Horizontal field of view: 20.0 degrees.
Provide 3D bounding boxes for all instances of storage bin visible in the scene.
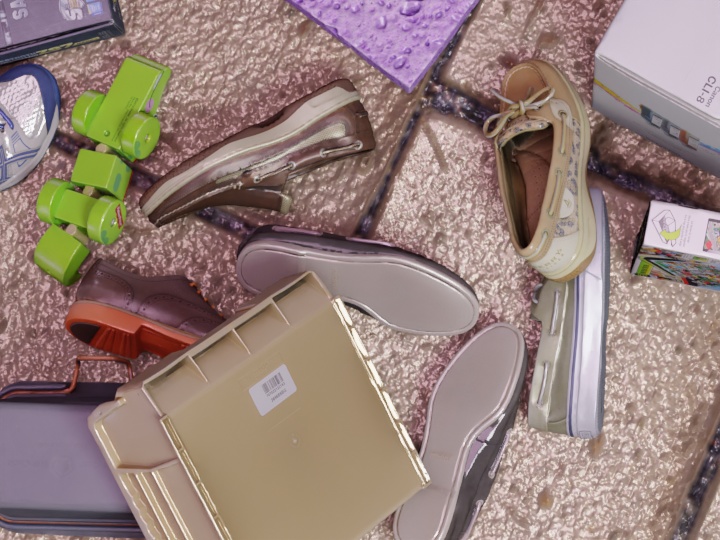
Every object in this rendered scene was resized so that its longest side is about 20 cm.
[{"bbox_3d":[-0.215,0.139,1.615,0.199,0.134,0.147,1,84,5],"label":"storage bin"},{"bbox_3d":[-0.076,0.133,1.540,0.200,0.094,0.199,-34,102,-38],"label":"storage bin"}]

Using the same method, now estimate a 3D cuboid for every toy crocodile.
[{"bbox_3d":[-0.211,-0.083,1.679,0.067,0.062,0.201,18,80,20],"label":"toy crocodile"}]

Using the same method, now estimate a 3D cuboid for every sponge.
[{"bbox_3d":[-0.005,-0.250,1.690,0.200,0.030,0.112,37,88,8],"label":"sponge"}]

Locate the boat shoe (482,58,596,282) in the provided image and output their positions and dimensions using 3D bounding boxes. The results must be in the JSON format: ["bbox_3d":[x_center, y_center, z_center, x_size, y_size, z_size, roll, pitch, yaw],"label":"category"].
[{"bbox_3d":[0.140,-0.089,1.610,0.073,0.063,0.201,-32,52,32],"label":"boat shoe"}]

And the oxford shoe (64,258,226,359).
[{"bbox_3d":[-0.134,0.041,1.652,0.199,0.071,0.073,18,62,-4],"label":"oxford shoe"}]

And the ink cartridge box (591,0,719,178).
[{"bbox_3d":[0.272,-0.172,1.570,0.144,0.200,0.146,30,87,8],"label":"ink cartridge box"}]

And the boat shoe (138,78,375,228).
[{"bbox_3d":[-0.080,-0.078,1.658,0.202,0.075,0.075,-29,88,1],"label":"boat shoe"}]

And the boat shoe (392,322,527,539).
[{"bbox_3d":[0.084,0.139,1.634,0.067,0.057,0.201,20,81,29],"label":"boat shoe"}]

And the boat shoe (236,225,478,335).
[{"bbox_3d":[0.000,0.000,1.643,0.199,0.057,0.067,12,120,2],"label":"boat shoe"}]

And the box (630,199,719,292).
[{"bbox_3d":[0.265,-0.014,1.553,0.109,0.200,0.035,11,85,7],"label":"box"}]

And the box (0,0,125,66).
[{"bbox_3d":[-0.296,-0.277,1.710,0.157,0.051,0.201,-13,83,5],"label":"box"}]

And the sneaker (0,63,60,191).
[{"bbox_3d":[-0.324,-0.091,1.674,0.075,0.088,0.200,40,87,10],"label":"sneaker"}]

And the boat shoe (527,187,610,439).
[{"bbox_3d":[0.165,0.033,1.624,0.062,0.072,0.201,2,85,11],"label":"boat shoe"}]
